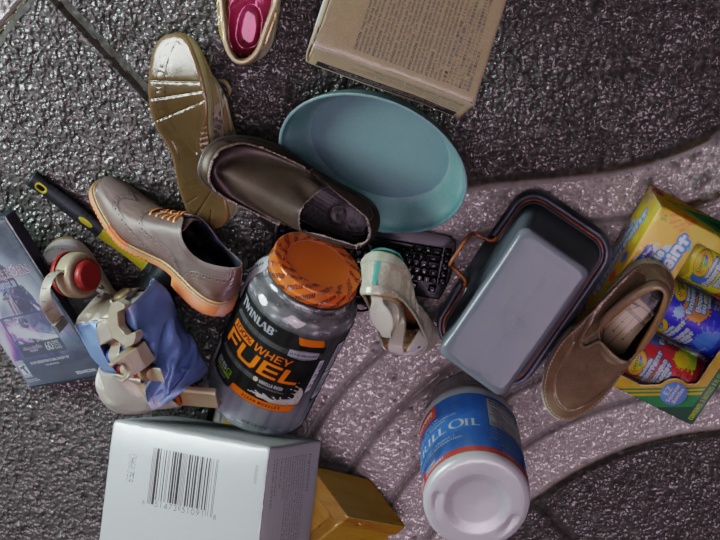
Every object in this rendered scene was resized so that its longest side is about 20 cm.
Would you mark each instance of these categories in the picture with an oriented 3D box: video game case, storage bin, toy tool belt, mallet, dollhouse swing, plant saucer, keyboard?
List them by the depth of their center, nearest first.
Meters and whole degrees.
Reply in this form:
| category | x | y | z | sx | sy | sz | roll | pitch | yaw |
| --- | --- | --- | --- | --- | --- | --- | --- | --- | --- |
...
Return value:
| category | x | y | z | sx | sy | sz | roll | pitch | yaw |
| --- | --- | --- | --- | --- | --- | --- | --- | --- | --- |
| plant saucer | 0.016 | -0.116 | 1.300 | 0.197 | 0.036 | 0.201 | 14 | 144 | 10 |
| toy tool belt | -0.224 | 0.063 | 1.317 | 0.122 | 0.125 | 0.201 | 0 | 130 | 40 |
| storage bin | 0.155 | 0.024 | 1.324 | 0.145 | 0.134 | 0.201 | 35 | 104 | 4 |
| video game case | -0.363 | 0.036 | 1.380 | 0.142 | 0.019 | 0.201 | -11 | 117 | 40 |
| mallet | -0.277 | -0.030 | 1.383 | 0.199 | 0.041 | 0.066 | 32 | 112 | -7 |
| keyboard | 0.000 | 0.000 | 1.386 | 0.197 | 0.040 | 0.105 | 9 | 112 | -2 |
| dollhouse swing | -0.097 | 0.280 | 1.507 | 0.200 | 0.177 | 0.181 | -42 | 148 | 16 |

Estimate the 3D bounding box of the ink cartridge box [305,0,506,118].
| category | x | y | z | sx | sy | sz | roll | pitch | yaw |
| --- | --- | --- | --- | --- | --- | --- | --- | --- | --- |
| ink cartridge box | 0.055 | -0.268 | 1.211 | 0.163 | 0.075 | 0.202 | 19 | 83 | -6 |

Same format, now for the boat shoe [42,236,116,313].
| category | x | y | z | sx | sy | sz | roll | pitch | yaw |
| --- | --- | --- | --- | --- | --- | --- | --- | --- | --- |
| boat shoe | -0.280 | 0.059 | 1.397 | 0.070 | 0.069 | 0.201 | -34 | 109 | 12 |

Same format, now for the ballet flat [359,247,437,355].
| category | x | y | z | sx | sy | sz | roll | pitch | yaw |
| --- | --- | --- | --- | --- | --- | --- | --- | --- | --- |
| ballet flat | 0.033 | 0.052 | 1.347 | 0.067 | 0.063 | 0.201 | 1 | 148 | 20 |

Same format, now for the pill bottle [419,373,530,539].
| category | x | y | z | sx | sy | sz | roll | pitch | yaw |
| --- | --- | --- | --- | --- | --- | --- | --- | --- | --- |
| pill bottle | 0.118 | 0.194 | 1.378 | 0.111 | 0.200 | 0.114 | 0 | 113 | 0 |

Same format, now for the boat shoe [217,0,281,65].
| category | x | y | z | sx | sy | sz | roll | pitch | yaw |
| --- | --- | --- | --- | --- | --- | --- | --- | --- | --- |
| boat shoe | -0.102 | -0.296 | 1.247 | 0.073 | 0.069 | 0.202 | 4 | 113 | -1 |

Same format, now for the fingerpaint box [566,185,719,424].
| category | x | y | z | sx | sy | sz | roll | pitch | yaw |
| --- | --- | --- | --- | --- | --- | --- | --- | --- | --- |
| fingerpaint box | 0.333 | 0.039 | 1.378 | 0.165 | 0.074 | 0.201 | 26 | 110 | -9 |

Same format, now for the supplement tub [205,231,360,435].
| category | x | y | z | sx | sy | sz | roll | pitch | yaw |
| --- | --- | --- | --- | --- | --- | --- | --- | --- | --- |
| supplement tub | -0.079 | 0.065 | 1.350 | 0.121 | 0.123 | 0.201 | 20 | 125 | -8 |

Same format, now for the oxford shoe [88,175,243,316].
| category | x | y | z | sx | sy | sz | roll | pitch | yaw |
| --- | --- | --- | --- | --- | --- | --- | --- | --- | --- |
| oxford shoe | -0.196 | -0.043 | 1.327 | 0.199 | 0.071 | 0.073 | 38 | 130 | 10 |

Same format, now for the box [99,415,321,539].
| category | x | y | z | sx | sy | sz | roll | pitch | yaw |
| --- | --- | --- | --- | --- | --- | --- | --- | --- | --- |
| box | -0.164 | 0.269 | 1.384 | 0.197 | 0.130 | 0.203 | 6 | 89 | 24 |

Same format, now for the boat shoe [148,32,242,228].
| category | x | y | z | sx | sy | sz | roll | pitch | yaw |
| --- | --- | --- | --- | --- | --- | --- | --- | --- | --- |
| boat shoe | -0.164 | -0.147 | 1.322 | 0.072 | 0.063 | 0.202 | 2 | 113 | 28 |

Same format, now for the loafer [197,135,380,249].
| category | x | y | z | sx | sy | sz | roll | pitch | yaw |
| --- | --- | --- | --- | --- | --- | --- | --- | --- | --- |
| loafer | -0.065 | -0.078 | 1.282 | 0.198 | 0.071 | 0.074 | 20 | 98 | -13 |

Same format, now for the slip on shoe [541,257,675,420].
| category | x | y | z | sx | sy | sz | roll | pitch | yaw |
| --- | --- | --- | --- | --- | --- | --- | --- | --- | --- |
| slip on shoe | 0.254 | 0.079 | 1.326 | 0.076 | 0.061 | 0.201 | 34 | 110 | -9 |
